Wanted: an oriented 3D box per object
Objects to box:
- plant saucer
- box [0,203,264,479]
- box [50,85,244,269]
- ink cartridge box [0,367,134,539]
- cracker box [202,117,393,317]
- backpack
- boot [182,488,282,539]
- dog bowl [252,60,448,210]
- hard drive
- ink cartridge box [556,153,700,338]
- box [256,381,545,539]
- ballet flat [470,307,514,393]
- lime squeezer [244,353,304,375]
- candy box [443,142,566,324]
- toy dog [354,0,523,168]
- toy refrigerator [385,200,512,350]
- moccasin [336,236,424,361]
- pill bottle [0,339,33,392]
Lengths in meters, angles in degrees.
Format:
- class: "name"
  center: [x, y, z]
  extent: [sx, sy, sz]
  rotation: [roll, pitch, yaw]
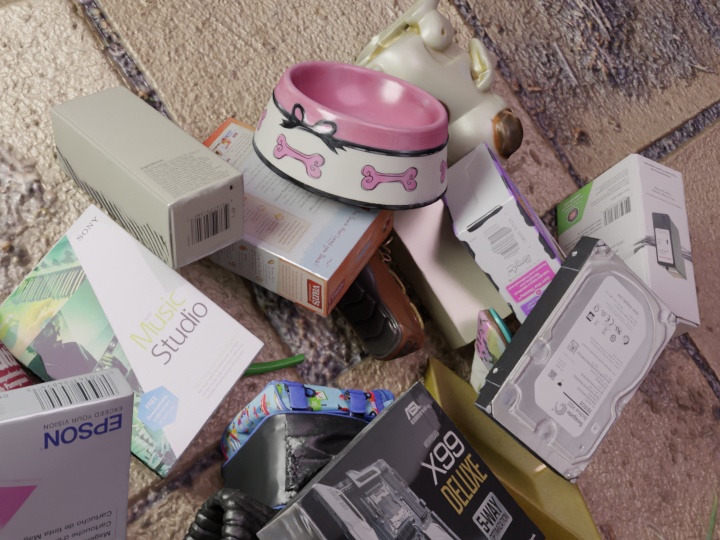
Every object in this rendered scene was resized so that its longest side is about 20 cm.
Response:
- class: "plant saucer"
  center: [0.136, 0.193, 0.961]
  extent: [0.199, 0.049, 0.200]
  rotation: [38, 12, -11]
- class: "box"
  center: [-0.202, 0.060, 0.842]
  extent: [0.199, 0.036, 0.145]
  rotation: [38, 69, -2]
- class: "box"
  center: [-0.191, -0.088, 0.866]
  extent: [0.081, 0.069, 0.199]
  rotation: [-25, 46, -33]
- class: "ink cartridge box"
  center: [-0.261, 0.180, 0.691]
  extent: [0.194, 0.203, 0.043]
  rotation: [-11, 33, -34]
- class: "cracker box"
  center: [-0.082, -0.056, 0.936]
  extent: [0.198, 0.058, 0.134]
  rotation: [25, 51, 18]
- class: "backpack"
  center: [-0.009, 0.185, 0.838]
  extent: [0.197, 0.183, 0.137]
  rotation: [7, 60, -22]
- class: "boot"
  center: [-0.069, 0.268, 0.674]
  extent: [0.156, 0.079, 0.215]
  rotation: [22, 76, -34]
- class: "dog bowl"
  center: [-0.002, -0.137, 0.939]
  extent: [0.196, 0.075, 0.201]
  rotation: [12, 28, -6]
- class: "hard drive"
  center: [0.214, 0.088, 0.954]
  extent: [0.139, 0.038, 0.201]
  rotation: [40, 82, -23]
- class: "ink cartridge box"
  center: [0.311, -0.010, 1.152]
  extent: [0.083, 0.145, 0.203]
  rotation: [16, 60, -25]
- class: "box"
  center: [0.038, 0.189, 0.691]
  extent: [0.158, 0.050, 0.199]
  rotation: [51, 32, 5]
- class: "ballet flat"
  center: [0.158, 0.113, 1.014]
  extent: [0.200, 0.071, 0.070]
  rotation: [42, 20, -43]
- class: "lime squeezer"
  center: [-0.143, 0.079, 0.910]
  extent: [0.197, 0.038, 0.071]
  rotation: [22, 27, -20]
- class: "candy box"
  center: [0.172, -0.016, 1.037]
  extent: [0.201, 0.071, 0.168]
  rotation: [51, 14, -21]
- class: "toy dog"
  center: [0.101, -0.197, 1.110]
  extent: [0.200, 0.139, 0.195]
  rotation: [43, 32, -16]
- class: "toy refrigerator"
  center: [0.079, -0.021, 1.046]
  extent: [0.069, 0.076, 0.202]
  rotation: [-32, 85, -11]
- class: "moccasin"
  center: [0.001, -0.001, 1.000]
  extent: [0.202, 0.074, 0.077]
  rotation: [51, 27, 22]
- class: "pill bottle"
  center: [-0.331, 0.071, 0.743]
  extent: [0.109, 0.109, 0.201]
  rotation: [-35, 88, -38]
